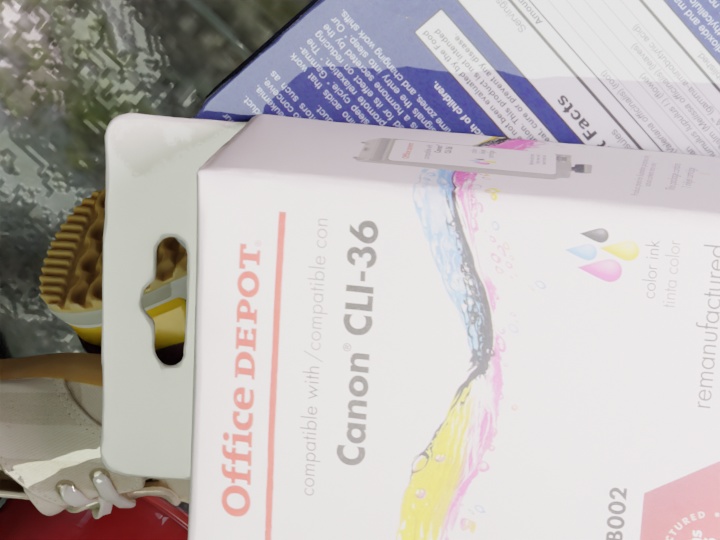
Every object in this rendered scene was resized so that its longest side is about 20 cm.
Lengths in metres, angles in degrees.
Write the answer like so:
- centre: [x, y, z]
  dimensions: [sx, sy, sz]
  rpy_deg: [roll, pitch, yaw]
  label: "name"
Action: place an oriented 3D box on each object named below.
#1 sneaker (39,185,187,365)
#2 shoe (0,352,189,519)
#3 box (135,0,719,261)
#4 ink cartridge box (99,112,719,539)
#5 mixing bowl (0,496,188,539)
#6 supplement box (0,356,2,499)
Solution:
- centre: [0.000, 0.000, 0.781]
  dimensions: [0.200, 0.075, 0.090]
  rpy_deg: [-9, 139, 27]
  label: "sneaker"
- centre: [-0.112, 0.058, 0.799]
  dimensions: [0.200, 0.053, 0.070]
  rpy_deg: [9, 158, 23]
  label: "shoe"
- centre: [0.045, -0.047, 0.675]
  dimensions: [0.200, 0.032, 0.121]
  rpy_deg: [-40, 96, 18]
  label: "box"
- centre: [0.019, 0.025, 0.649]
  dimensions: [0.200, 0.068, 0.117]
  rpy_deg: [5, 107, 10]
  label: "ink cartridge box"
- centre: [-0.101, 0.182, 0.885]
  dimensions: [0.200, 0.108, 0.200]
  rpy_deg: [31, 140, 30]
  label: "mixing bowl"
- centre: [-0.235, 0.077, 0.919]
  dimensions: [0.200, 0.109, 0.061]
  rpy_deg: [-3, 124, 29]
  label: "supplement box"
